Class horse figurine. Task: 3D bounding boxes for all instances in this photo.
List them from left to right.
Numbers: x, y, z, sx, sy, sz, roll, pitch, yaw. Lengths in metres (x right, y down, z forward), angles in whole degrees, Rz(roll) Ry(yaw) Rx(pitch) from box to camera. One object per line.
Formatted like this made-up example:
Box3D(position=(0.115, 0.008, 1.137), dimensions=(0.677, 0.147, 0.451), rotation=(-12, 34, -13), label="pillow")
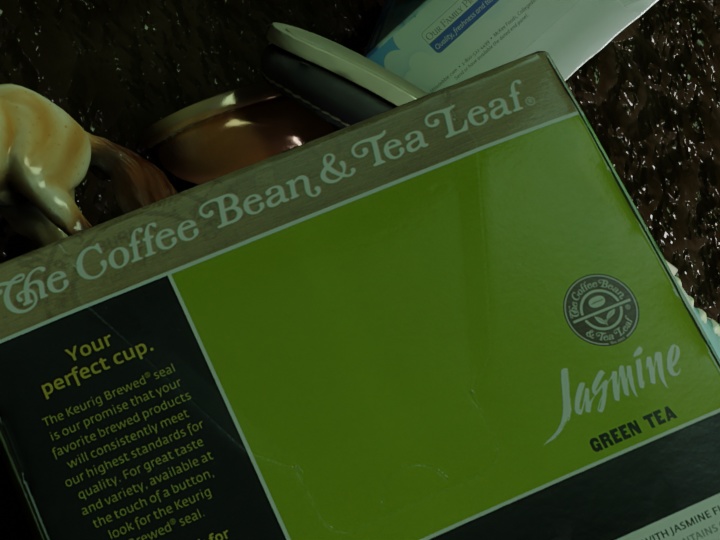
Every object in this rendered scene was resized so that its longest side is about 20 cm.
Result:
Box3D(position=(-0.140, -0.028, 0.693), dimensions=(0.199, 0.050, 0.133), rotation=(3, 54, -38), label="horse figurine")

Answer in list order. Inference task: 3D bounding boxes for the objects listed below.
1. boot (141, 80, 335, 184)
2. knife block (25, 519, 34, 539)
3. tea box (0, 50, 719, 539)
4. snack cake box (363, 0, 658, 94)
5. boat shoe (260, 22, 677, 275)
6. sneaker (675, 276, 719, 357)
Box3D(position=(0.000, 0.000, 0.827), dimensions=(0.200, 0.074, 0.155), rotation=(0, 77, -45), label="boot")
Box3D(position=(-0.079, 0.153, 0.678), dimensions=(0.176, 0.064, 0.200), rotation=(51, 44, -18), label="knife block")
Box3D(position=(0.004, 0.072, 0.601), dimensions=(0.199, 0.134, 0.197), rotation=(-21, 72, -12), label="tea box")
Box3D(position=(0.074, -0.139, 0.877), dimensions=(0.067, 0.115, 0.200), rotation=(44, 22, -12), label="snack cake box")
Box3D(position=(0.036, -0.027, 0.778), dimensions=(0.200, 0.063, 0.073), rotation=(31, 9, -22), label="boat shoe")
Box3D(position=(0.157, 0.035, 0.978), dimensions=(0.130, 0.079, 0.201), rotation=(-37, 111, -47), label="sneaker")
